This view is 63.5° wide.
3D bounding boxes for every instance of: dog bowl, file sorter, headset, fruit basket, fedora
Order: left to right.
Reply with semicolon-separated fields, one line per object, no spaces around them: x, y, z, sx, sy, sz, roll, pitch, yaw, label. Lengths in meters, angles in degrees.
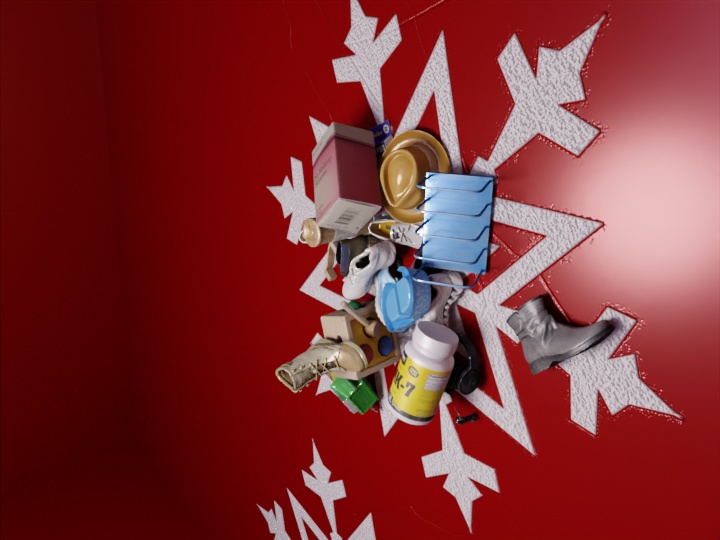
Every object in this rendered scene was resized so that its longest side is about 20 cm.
-0.050;0.298;1.581;0.199;0.094;0.186;30;162;42;fruit basket
0.100;0.064;1.277;0.200;0.049;0.113;123;141;-63;dog bowl
0.098;-0.198;1.248;0.198;0.081;0.204;7;102;35;fedora
0.180;-0.081;1.153;0.137;0.123;0.203;8;111;20;file sorter
0.225;0.242;1.308;0.123;0.093;0.203;-10;80;55;headset

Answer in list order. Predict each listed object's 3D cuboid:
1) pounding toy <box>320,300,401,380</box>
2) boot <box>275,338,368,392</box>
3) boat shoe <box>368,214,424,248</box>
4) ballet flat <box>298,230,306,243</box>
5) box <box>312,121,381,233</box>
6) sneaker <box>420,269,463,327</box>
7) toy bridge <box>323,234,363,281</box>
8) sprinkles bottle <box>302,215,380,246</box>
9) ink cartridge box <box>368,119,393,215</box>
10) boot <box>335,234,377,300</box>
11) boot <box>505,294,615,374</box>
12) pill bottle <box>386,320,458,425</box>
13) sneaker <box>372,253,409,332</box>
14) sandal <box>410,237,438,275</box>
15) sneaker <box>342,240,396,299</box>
0.001;0.151;1.435;0.141;0.183;0.203;-4;99;50;pounding toy
-0.089;0.221;1.326;0.199;0.154;0.073;2;114;50;boot
0.098;-0.086;1.325;0.199;0.069;0.072;20;119;42;boat shoe
-0.104;-0.117;1.562;0.199;0.069;0.070;-30;80;50;ballet flat
-0.035;-0.206;1.307;0.128;0.108;0.203;-42;47;52;box
0.159;0.089;1.292;0.075;0.080;0.203;46;130;49;sneaker
-0.057;-0.054;1.558;0.068;0.027;0.201;58;139;22;toy bridge
-0.041;-0.108;1.383;0.068;0.198;0.069;20;117;44;sprinkles bottle
0.051;-0.237;1.360;0.094;0.037;0.203;-12;91;51;ink cartridge box
-0.030;-0.007;1.474;0.075;0.096;0.202;-118;37;-47;boot
0.360;0.102;1.084;0.200;0.069;0.133;-41;66;44;boot
0.136;0.220;1.258;0.114;0.113;0.203;33;115;38;pill bottle
0.082;0.051;1.391;0.089;0.078;0.203;-15;92;48;sneaker
0.141;0.001;1.296;0.074;0.045;0.202;25;135;16;sandal
0.000;0.000;1.369;0.201;0.080;0.071;-51;59;40;sneaker
